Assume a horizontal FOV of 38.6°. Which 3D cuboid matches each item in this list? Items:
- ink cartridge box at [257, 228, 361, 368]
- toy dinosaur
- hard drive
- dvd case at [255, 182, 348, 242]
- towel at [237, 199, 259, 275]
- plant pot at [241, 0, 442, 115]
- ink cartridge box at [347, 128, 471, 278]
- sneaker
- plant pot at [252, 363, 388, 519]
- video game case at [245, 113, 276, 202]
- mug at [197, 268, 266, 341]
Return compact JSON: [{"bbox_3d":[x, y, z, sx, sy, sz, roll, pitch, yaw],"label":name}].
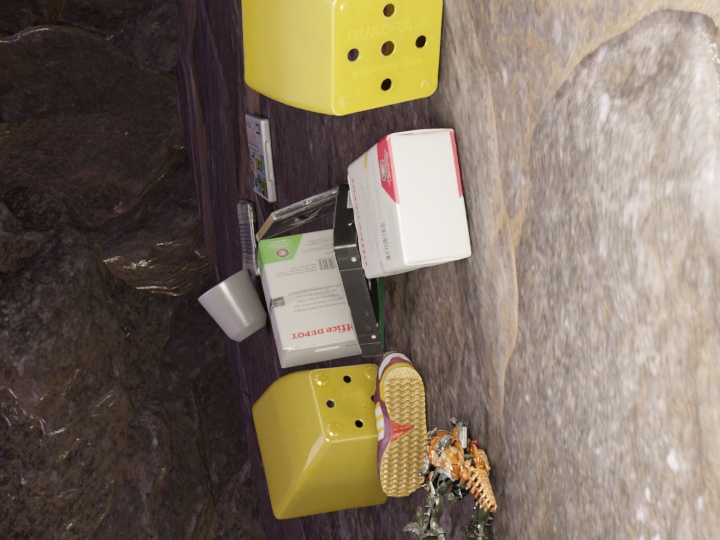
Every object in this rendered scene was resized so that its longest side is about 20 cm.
[{"bbox_3d":[-0.080,0.045,1.689,0.084,0.144,0.202,107,152,-62],"label":"ink cartridge box"},{"bbox_3d":[0.108,0.243,1.188,0.200,0.101,0.137,-11,-70,-83],"label":"toy dinosaur"},{"bbox_3d":[0.000,0.000,1.407,0.140,0.037,0.201,-87,-14,-49],"label":"hard drive"},{"bbox_3d":[-0.086,-0.094,1.629,0.016,0.148,0.200,66,165,3],"label":"dvd case"},{"bbox_3d":[-0.296,-0.087,2.700,0.200,0.034,0.195,-161,63,-75],"label":"towel"},{"bbox_3d":[-0.010,-0.281,1.162,0.177,0.198,0.202,49,146,46],"label":"plant pot"},{"bbox_3d":[0.053,-0.074,1.214,0.200,0.085,0.149,164,97,-78],"label":"ink cartridge box"},{"bbox_3d":[0.055,0.212,1.427,0.090,0.074,0.202,-115,27,-71],"label":"sneaker"},{"bbox_3d":[-0.038,0.243,1.578,0.200,0.192,0.197,119,141,-54],"label":"plant pot"},{"bbox_3d":[-0.228,-0.261,2.357,0.200,0.022,0.184,-144,47,-70],"label":"video game case"},{"bbox_3d":[-0.309,0.092,2.684,0.149,0.186,0.154,-33,89,45],"label":"mug"}]
